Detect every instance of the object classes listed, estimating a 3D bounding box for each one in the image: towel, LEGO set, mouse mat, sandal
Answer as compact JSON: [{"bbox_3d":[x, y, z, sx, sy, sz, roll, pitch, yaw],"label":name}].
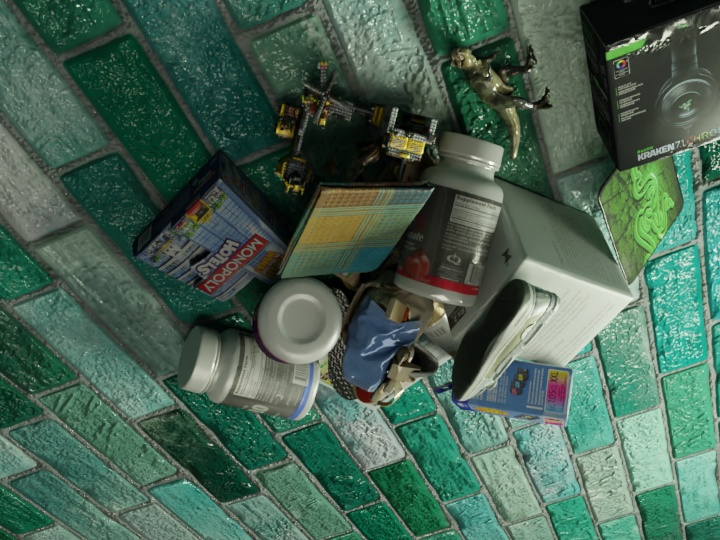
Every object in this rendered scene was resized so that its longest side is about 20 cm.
[{"bbox_3d":[-0.011,-0.049,0.970,0.144,0.022,0.201,-4,153,-23],"label":"towel"},{"bbox_3d":[-0.001,-0.138,0.941,0.197,0.116,0.156,21,98,-19],"label":"LEGO set"},{"bbox_3d":[0.385,-0.094,1.094,0.162,0.007,0.201,-51,136,-16],"label":"mouse mat"},{"bbox_3d":[-0.021,0.106,1.245,0.074,0.048,0.204,-7,113,10],"label":"sandal"}]

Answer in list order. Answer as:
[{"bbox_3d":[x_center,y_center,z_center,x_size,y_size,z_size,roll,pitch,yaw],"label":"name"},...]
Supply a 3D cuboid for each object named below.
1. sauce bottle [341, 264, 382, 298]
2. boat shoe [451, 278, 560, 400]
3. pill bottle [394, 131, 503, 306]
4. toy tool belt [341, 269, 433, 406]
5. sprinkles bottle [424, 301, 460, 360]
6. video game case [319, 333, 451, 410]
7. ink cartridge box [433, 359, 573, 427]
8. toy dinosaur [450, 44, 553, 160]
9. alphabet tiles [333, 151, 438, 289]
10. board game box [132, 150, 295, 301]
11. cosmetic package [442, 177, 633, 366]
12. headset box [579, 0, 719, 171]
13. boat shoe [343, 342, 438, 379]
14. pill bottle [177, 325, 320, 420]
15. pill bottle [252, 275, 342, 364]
[{"bbox_3d":[0.000,0.000,1.149,0.064,0.065,0.202,-16,135,7],"label":"sauce bottle"},{"bbox_3d":[0.180,0.097,1.036,0.064,0.075,0.204,15,125,-18],"label":"boat shoe"},{"bbox_3d":[0.117,-0.065,1.019,0.109,0.111,0.204,13,95,-22],"label":"pill bottle"},{"bbox_3d":[0.023,0.109,1.086,0.123,0.123,0.203,21,111,7],"label":"toy tool belt"},{"bbox_3d":[0.134,0.084,1.255,0.068,0.069,0.200,-30,132,20],"label":"sprinkles bottle"},{"bbox_3d":[0.029,0.146,1.332,0.199,0.022,0.181,-38,129,27],"label":"video game case"},{"bbox_3d":[0.210,0.175,1.194,0.196,0.078,0.136,9,167,16],"label":"ink cartridge box"},{"bbox_3d":[0.181,-0.217,0.978,0.087,0.048,0.200,-17,138,28],"label":"toy dinosaur"},{"bbox_3d":[0.033,-0.069,1.069,0.166,0.008,0.201,31,101,-40],"label":"alphabet tiles"},{"bbox_3d":[-0.171,-0.031,1.089,0.198,0.062,0.199,31,122,-33],"label":"board game box"},{"bbox_3d":[0.232,0.007,1.125,0.197,0.167,0.166,17,129,-26],"label":"cosmetic package"},{"bbox_3d":[0.362,-0.244,0.947,0.171,0.094,0.202,-17,134,8],"label":"headset box"},{"bbox_3d":[0.051,0.120,1.223,0.064,0.075,0.199,-9,160,35],"label":"boat shoe"},{"bbox_3d":[-0.171,0.155,1.239,0.197,0.115,0.114,18,130,-25],"label":"pill bottle"},{"bbox_3d":[-0.093,0.072,1.119,0.110,0.115,0.200,2,173,-11],"label":"pill bottle"}]
